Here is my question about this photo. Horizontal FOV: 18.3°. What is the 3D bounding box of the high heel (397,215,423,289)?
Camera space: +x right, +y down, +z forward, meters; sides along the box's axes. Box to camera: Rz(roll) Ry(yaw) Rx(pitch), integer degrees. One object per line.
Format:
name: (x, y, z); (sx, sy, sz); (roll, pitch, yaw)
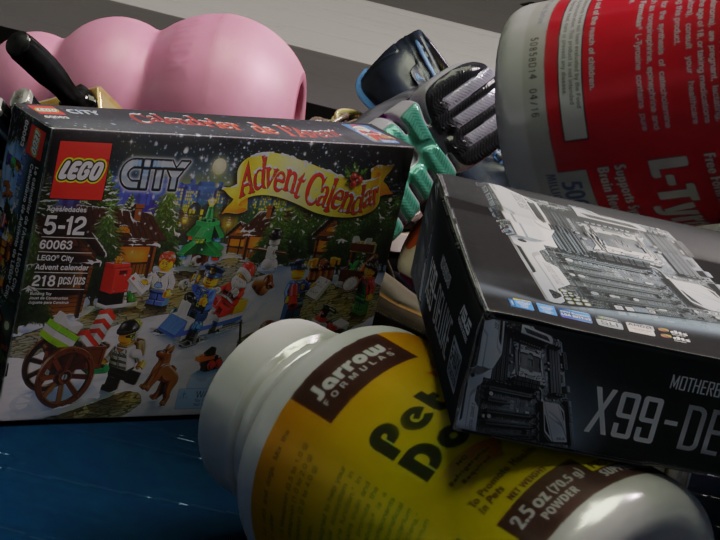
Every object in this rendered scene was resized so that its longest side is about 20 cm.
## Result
high heel: (0.076, 0.014, 1.256); (0.096, 0.067, 0.200); (41, 14, -15)

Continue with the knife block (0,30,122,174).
knife block: (-0.129, -0.043, 1.070); (0.200, 0.176, 0.064); (6, 62, -25)

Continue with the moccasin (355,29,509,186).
moccasin: (0.083, -0.080, 1.443); (0.200, 0.068, 0.080); (42, 8, 12)

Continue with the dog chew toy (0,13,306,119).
dog chew toy: (-0.135, -0.098, 1.343); (0.200, 0.125, 0.125); (7, 16, 4)

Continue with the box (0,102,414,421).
box: (-0.077, -0.002, 1.028); (0.200, 0.137, 0.038); (0, 21, -38)

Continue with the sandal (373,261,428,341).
sandal: (0.000, 0.000, 1.167); (0.200, 0.055, 0.082); (29, -22, 37)

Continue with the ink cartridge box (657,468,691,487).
ink cartridge box: (0.108, 0.054, 1.025); (0.067, 0.117, 0.200); (12, 16, -3)

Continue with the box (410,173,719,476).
box: (0.126, 0.027, 0.854); (0.200, 0.050, 0.158); (12, 19, -8)

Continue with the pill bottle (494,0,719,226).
pill bottle: (0.169, -0.078, 0.995); (0.200, 0.112, 0.112); (-7, 8, 23)

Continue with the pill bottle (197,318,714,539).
pill bottle: (0.029, 0.091, 0.854); (0.109, 0.109, 0.200); (-3, 23, -45)

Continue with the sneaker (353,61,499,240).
sneaker: (-0.003, -0.051, 1.309); (0.200, 0.074, 0.088); (-31, 10, -21)

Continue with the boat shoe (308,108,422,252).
boat shoe: (-0.001, -0.070, 1.452); (0.072, 0.060, 0.200); (9, 17, -14)

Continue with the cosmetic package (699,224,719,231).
cosmetic package: (0.192, -0.072, 1.186); (0.101, 0.071, 0.200); (19, 41, -2)
